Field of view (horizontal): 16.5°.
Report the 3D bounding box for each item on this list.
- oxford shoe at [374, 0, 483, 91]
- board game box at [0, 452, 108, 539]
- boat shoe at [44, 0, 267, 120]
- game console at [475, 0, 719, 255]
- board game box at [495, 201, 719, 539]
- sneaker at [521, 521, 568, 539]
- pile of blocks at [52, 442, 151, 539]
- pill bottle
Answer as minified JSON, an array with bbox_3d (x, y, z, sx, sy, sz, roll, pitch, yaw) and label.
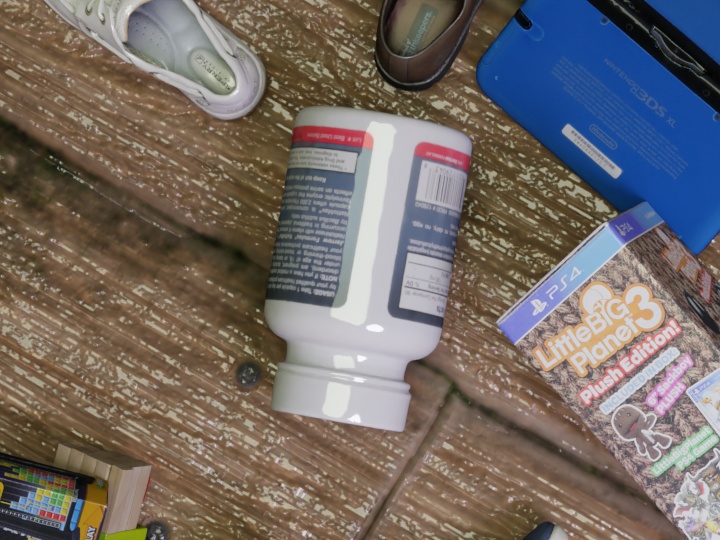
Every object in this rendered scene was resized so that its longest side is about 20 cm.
[{"bbox_3d":[0.066,-0.219,1.664,0.073,0.084,0.200,19,86,7],"label":"oxford shoe"},{"bbox_3d":[-0.268,0.213,1.611,0.165,0.057,0.200,15,102,-9],"label":"board game box"},{"bbox_3d":[-0.150,-0.177,1.681,0.200,0.069,0.071,34,92,7],"label":"boat shoe"},{"bbox_3d":[0.211,-0.141,1.682,0.200,0.118,0.171,42,121,6],"label":"game console"},{"bbox_3d":[0.201,0.066,1.587,0.097,0.159,0.200,-43,85,16],"label":"board game box"},{"bbox_3d":[0.043,0.218,1.638,0.200,0.075,0.085,-40,89,0],"label":"sneaker"},{"bbox_3d":[-0.163,0.212,1.665,0.082,0.062,0.200,-8,86,32],"label":"pile of blocks"},{"bbox_3d":[0.000,0.000,1.635,0.119,0.120,0.200,10,87,4],"label":"pill bottle"}]
